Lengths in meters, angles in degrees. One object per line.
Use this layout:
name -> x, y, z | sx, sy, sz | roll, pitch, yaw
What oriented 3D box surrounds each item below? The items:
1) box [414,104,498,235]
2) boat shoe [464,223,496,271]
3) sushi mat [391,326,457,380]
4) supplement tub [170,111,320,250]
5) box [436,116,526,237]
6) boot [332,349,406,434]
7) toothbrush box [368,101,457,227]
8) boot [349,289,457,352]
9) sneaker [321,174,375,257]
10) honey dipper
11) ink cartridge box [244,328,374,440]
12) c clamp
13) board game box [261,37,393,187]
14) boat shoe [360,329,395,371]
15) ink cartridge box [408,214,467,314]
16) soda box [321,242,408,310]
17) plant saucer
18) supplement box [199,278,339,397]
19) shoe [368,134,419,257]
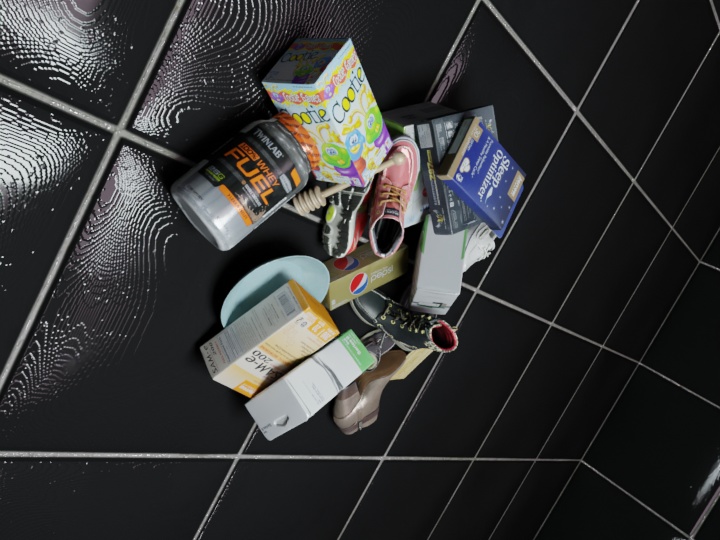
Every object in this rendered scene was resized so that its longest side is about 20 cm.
box -> 0.181, -0.178, 1.098 | 0.158, 0.051, 0.200 | -22, 108, -34
boat shoe -> 0.262, -0.057, 1.373 | 0.200, 0.066, 0.072 | -50, 153, -43
sushi mat -> 0.133, 0.193, 1.436 | 0.096, 0.012, 0.200 | 5, 135, -49
supplement tub -> -0.162, -0.134, 0.909 | 0.200, 0.122, 0.123 | -43, 138, -16
box -> 0.222, -0.156, 1.080 | 0.200, 0.032, 0.121 | 37, 72, -36
boot -> 0.022, 0.277, 1.398 | 0.200, 0.070, 0.146 | -24, 128, -20
toothbrush box -> 0.099, -0.195, 1.156 | 0.146, 0.086, 0.200 | -21, 130, -34
boot -> 0.087, 0.095, 1.240 | 0.204, 0.154, 0.074 | 41, 69, -23
sneaker -> -0.015, -0.121, 1.119 | 0.085, 0.077, 0.200 | -18, 130, -62
honey dipper -> -0.017, -0.146, 1.028 | 0.200, 0.038, 0.038 | -23, 141, 14
ink cartridge box -> -0.091, 0.207, 1.141 | 0.146, 0.084, 0.200 | -38, 176, 39
c clamp -> 0.112, 0.116, 1.400 | 0.200, 0.027, 0.171 | 34, 71, -51
board game box -> -0.044, -0.238, 0.954 | 0.103, 0.105, 0.200 | -59, 142, -25
boat shoe -> 0.011, 0.184, 1.328 | 0.200, 0.065, 0.072 | -19, 124, -39
ink cartridge box -> 0.149, -0.005, 1.226 | 0.200, 0.084, 0.146 | 88, 11, -76
soda box -> 0.000, 0.000, 1.198 | 0.200, 0.068, 0.064 | -26, 130, -32
plant saucer -> -0.150, 0.038, 1.073 | 0.201, 0.039, 0.201 | -22, 143, -18
supplement box -> -0.153, 0.120, 1.069 | 0.200, 0.074, 0.126 | -37, 146, 4
shoe -> 0.058, -0.122, 1.057 | 0.071, 0.091, 0.200 | 10, 121, -7
